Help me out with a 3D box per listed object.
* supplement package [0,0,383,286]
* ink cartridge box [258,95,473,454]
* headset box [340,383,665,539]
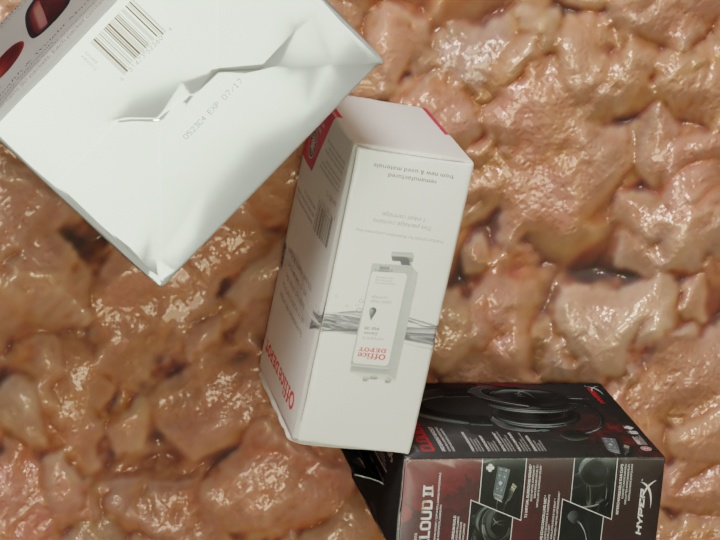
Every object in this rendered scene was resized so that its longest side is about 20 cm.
[{"bbox_3d":[-0.119,-0.130,1.497,0.191,0.200,0.147,-45,110,3],"label":"supplement package"},{"bbox_3d":[0.000,0.000,1.592,0.082,0.147,0.201,8,106,-14],"label":"ink cartridge box"},{"bbox_3d":[0.087,0.134,1.653,0.199,0.149,0.078,2,106,-12],"label":"headset box"}]
